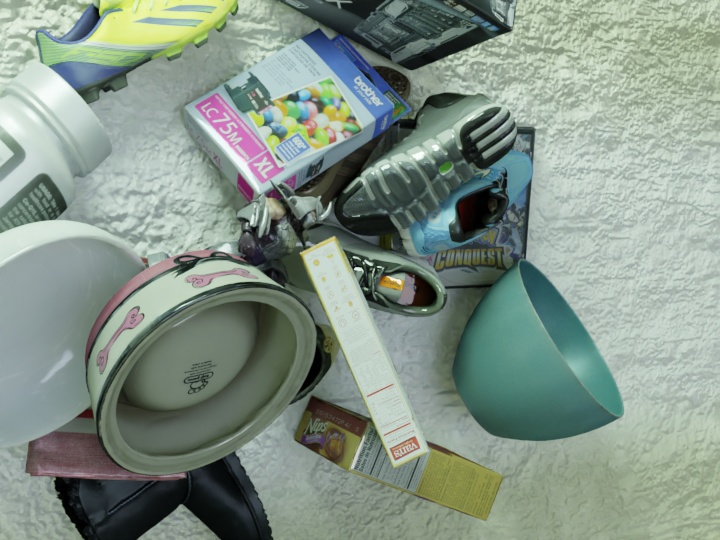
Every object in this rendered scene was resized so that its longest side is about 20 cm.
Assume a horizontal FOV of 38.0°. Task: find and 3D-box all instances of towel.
[{"bbox_3d":[-0.221,0.084,0.938,0.142,0.023,0.204,9,72,-31],"label":"towel"}]

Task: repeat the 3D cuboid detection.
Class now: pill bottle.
[{"bbox_3d":[-0.304,-0.066,0.843,0.200,0.113,0.114,-46,119,-18],"label":"pill bottle"}]

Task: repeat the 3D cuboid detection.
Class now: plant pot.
[{"bbox_3d":[0.181,0.110,1.163,0.134,0.202,0.200,-36,123,19],"label":"plant pot"}]

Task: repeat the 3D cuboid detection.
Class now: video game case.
[{"bbox_3d":[0.110,-0.072,1.165,0.197,0.025,0.184,-2,99,-33],"label":"video game case"}]

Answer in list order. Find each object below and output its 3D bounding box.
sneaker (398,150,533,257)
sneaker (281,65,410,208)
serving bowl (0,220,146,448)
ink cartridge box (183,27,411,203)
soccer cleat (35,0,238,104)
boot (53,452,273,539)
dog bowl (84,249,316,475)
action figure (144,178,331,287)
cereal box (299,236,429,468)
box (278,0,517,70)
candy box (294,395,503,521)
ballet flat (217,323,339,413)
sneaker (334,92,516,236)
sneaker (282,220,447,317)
[{"bbox_3d":[0.130,-0.069,1.101,0.199,0.089,0.079,-37,117,-38],"label":"sneaker"},{"bbox_3d":[-0.022,-0.126,1.054,0.200,0.070,0.076,-48,162,-28],"label":"sneaker"},{"bbox_3d":[-0.264,0.040,0.823,0.199,0.066,0.202,-34,146,-26],"label":"serving bowl"},{"bbox_3d":[-0.055,-0.154,0.996,0.199,0.042,0.120,-34,72,-26],"label":"ink cartridge box"},{"bbox_3d":[-0.192,-0.221,0.921,0.199,0.064,0.085,-35,113,-23],"label":"soccer cleat"},{"bbox_3d":[-0.186,0.223,0.993,0.161,0.073,0.201,-30,106,-28],"label":"boot"},{"bbox_3d":[-0.137,0.071,0.865,0.198,0.074,0.202,-25,141,-23],"label":"dog bowl"},{"bbox_3d":[-0.109,-0.008,0.936,0.198,0.070,0.131,-32,146,-7],"label":"action figure"},{"bbox_3d":[0.004,0.073,0.954,0.039,0.144,0.203,-24,88,-1],"label":"cereal box"},{"bbox_3d":[0.026,-0.269,0.996,0.198,0.157,0.051,21,72,-34],"label":"box"},{"bbox_3d":[0.041,0.199,1.111,0.198,0.116,0.057,28,83,-32],"label":"candy box"},{"bbox_3d":[-0.076,0.106,1.028,0.199,0.056,0.067,-33,102,-50],"label":"ballet flat"},{"bbox_3d":[0.057,-0.115,1.059,0.198,0.116,0.076,-29,122,4],"label":"sneaker"},{"bbox_3d":[0.000,0.000,1.061,0.197,0.079,0.075,14,95,-17],"label":"sneaker"}]
